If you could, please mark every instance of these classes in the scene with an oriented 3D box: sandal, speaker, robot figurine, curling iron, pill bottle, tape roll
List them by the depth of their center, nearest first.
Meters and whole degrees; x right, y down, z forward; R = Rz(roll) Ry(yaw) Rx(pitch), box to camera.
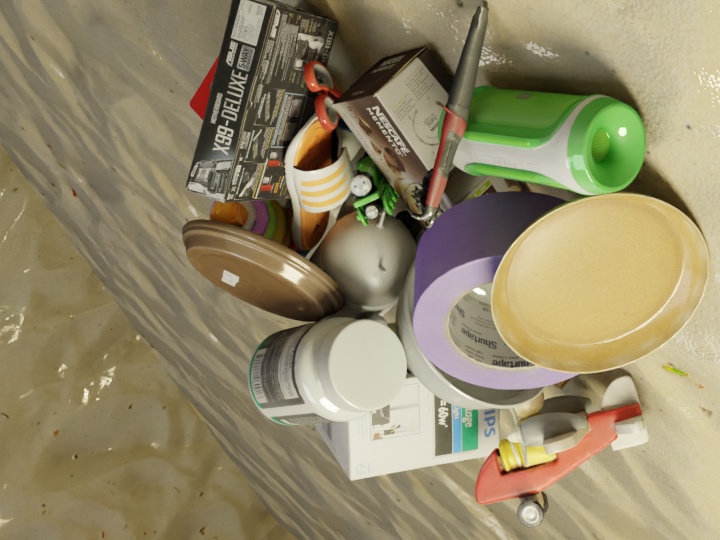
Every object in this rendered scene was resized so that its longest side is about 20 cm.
[{"bbox_3d":[0.154,-0.117,1.082,0.199,0.088,0.089,17,146,55],"label":"speaker"},{"bbox_3d":[0.078,-0.137,1.096,0.025,0.202,0.050,7,-163,-31],"label":"curling iron"},{"bbox_3d":[0.150,0.023,1.203,0.198,0.086,0.201,3,138,2],"label":"tape roll"},{"bbox_3d":[-0.036,-0.088,1.337,0.059,0.079,0.208,28,149,19],"label":"sandal"},{"bbox_3d":[-0.038,0.112,1.352,0.113,0.113,0.199,51,153,-13],"label":"pill bottle"},{"bbox_3d":[0.000,0.000,1.423,0.200,0.112,0.171,130,129,-65],"label":"robot figurine"}]

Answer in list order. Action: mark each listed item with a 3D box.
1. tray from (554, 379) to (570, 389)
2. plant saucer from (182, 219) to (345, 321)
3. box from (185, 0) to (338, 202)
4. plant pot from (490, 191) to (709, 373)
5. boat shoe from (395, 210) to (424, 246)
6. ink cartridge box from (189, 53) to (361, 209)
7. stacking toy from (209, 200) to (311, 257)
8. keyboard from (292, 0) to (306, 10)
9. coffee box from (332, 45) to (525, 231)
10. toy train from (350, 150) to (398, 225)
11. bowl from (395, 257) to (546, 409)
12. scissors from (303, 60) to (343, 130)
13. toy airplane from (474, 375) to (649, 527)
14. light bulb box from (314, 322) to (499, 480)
[{"bbox_3d":[0.168,0.060,1.484,0.199,0.037,0.099,30,155,43],"label":"tray"},{"bbox_3d":[-0.111,0.006,1.356,0.198,0.030,0.200,22,163,7],"label":"plant saucer"},{"bbox_3d":[-0.098,-0.173,1.259,0.049,0.202,0.157,20,-168,19],"label":"box"},{"bbox_3d":[0.213,0.009,1.103,0.028,0.198,0.201,-99,-17,-54],"label":"plant pot"},{"bbox_3d":[0.065,-0.043,1.460,0.067,0.069,0.200,60,165,8],"label":"boat shoe"},{"bbox_3d":[-0.100,-0.174,1.431,0.200,0.117,0.067,46,-160,28],"label":"ink cartridge box"},{"bbox_3d":[-0.131,-0.054,1.394,0.110,0.116,0.200,43,-175,14],"label":"stacking toy"},{"bbox_3d":[-0.105,-0.205,1.300,0.011,0.201,0.056,19,153,20],"label":"keyboard"},{"bbox_3d":[0.074,-0.120,1.255,0.201,0.080,0.113,53,163,-17],"label":"coffee box"},{"bbox_3d":[0.017,-0.099,1.339,0.200,0.041,0.057,-67,-46,-73],"label":"toy train"},{"bbox_3d":[0.111,0.071,1.347,0.201,0.201,0.090,47,139,-2],"label":"bowl"},{"bbox_3d":[-0.018,-0.184,1.327,0.200,0.014,0.074,-12,-95,-72],"label":"scissors"},{"bbox_3d":[0.224,0.176,1.382,0.142,0.198,0.200,53,147,8],"label":"toy airplane"},{"bbox_3d":[0.051,0.154,1.555,0.198,0.198,0.126,-135,41,-66],"label":"light bulb box"}]
